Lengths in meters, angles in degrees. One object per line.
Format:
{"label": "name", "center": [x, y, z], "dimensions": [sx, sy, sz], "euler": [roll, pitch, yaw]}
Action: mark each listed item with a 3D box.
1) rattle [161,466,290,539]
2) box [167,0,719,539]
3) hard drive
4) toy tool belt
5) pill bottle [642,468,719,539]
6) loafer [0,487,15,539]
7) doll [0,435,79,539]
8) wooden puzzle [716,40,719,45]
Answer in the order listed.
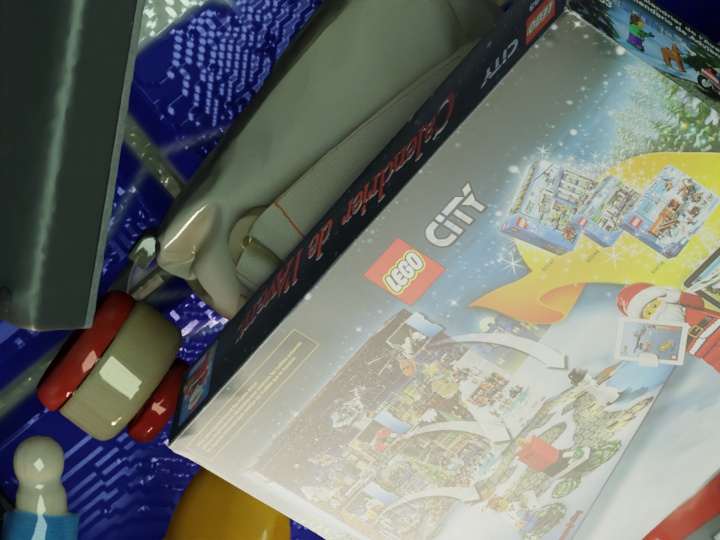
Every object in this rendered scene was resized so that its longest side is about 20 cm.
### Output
{"label": "rattle", "center": [-0.002, 0.155, 0.956], "dimensions": [0.200, 0.130, 0.143], "euler": [28, 87, -18]}
{"label": "box", "center": [0.054, 0.015, 0.829], "dimensions": [0.136, 0.038, 0.200], "euler": [32, 123, -17]}
{"label": "hard drive", "center": [-0.119, -0.096, 0.861], "dimensions": [0.033, 0.139, 0.201], "euler": [-2, 109, -44]}
{"label": "toy tool belt", "center": [0.000, 0.000, 0.911], "dimensions": [0.123, 0.125, 0.200], "euler": [38, 98, -8]}
{"label": "pill bottle", "center": [0.147, 0.123, 0.969], "dimensions": [0.116, 0.116, 0.200], "euler": [-38, 107, 3]}
{"label": "loafer", "center": [-0.174, 0.058, 0.924], "dimensions": [0.068, 0.070, 0.201], "euler": [-46, 107, -3]}
{"label": "doll", "center": [-0.146, 0.095, 0.867], "dimensions": [0.136, 0.048, 0.200], "euler": [-40, 90, 5]}
{"label": "wooden puzzle", "center": [0.217, -0.037, 0.842], "dimensions": [0.200, 0.046, 0.185], "euler": [-38, 102, 5]}
